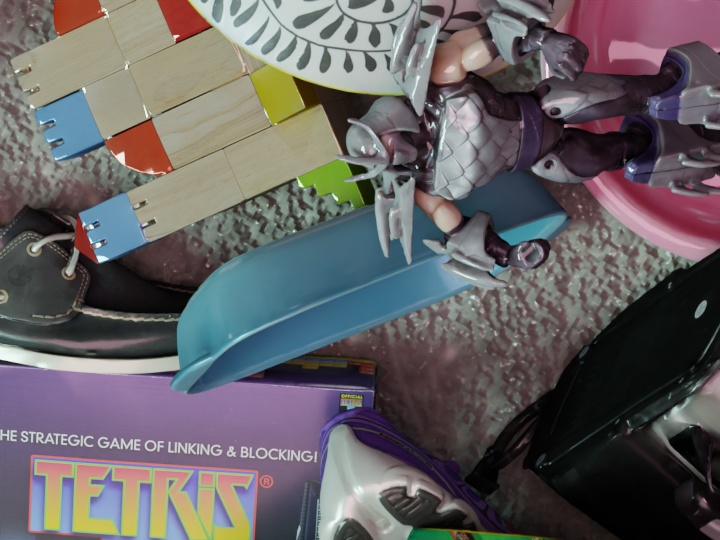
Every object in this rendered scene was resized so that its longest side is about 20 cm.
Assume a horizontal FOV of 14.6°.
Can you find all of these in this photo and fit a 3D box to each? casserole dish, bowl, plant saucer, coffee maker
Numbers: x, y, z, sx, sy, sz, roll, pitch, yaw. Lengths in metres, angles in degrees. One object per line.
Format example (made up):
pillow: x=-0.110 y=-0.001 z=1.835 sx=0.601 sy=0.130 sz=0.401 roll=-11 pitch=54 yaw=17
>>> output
casserole dish: x=0.000 y=0.000 z=1.253 sx=0.200 sy=0.121 sz=0.039 roll=-20 pitch=80 yaw=-22
bowl: x=0.012 y=-0.182 z=1.182 sx=0.201 sy=0.094 sz=0.201 roll=4 pitch=65 yaw=-8
plant saucer: x=0.181 y=-0.102 z=1.272 sx=0.200 sy=0.051 sz=0.201 roll=1 pitch=103 yaw=3
coffee maker: x=0.189 y=0.102 z=1.283 sx=0.200 sy=0.192 sz=0.135 roll=40 pitch=68 yaw=-12

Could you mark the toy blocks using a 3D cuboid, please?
toy blocks: x=-0.091 y=-0.096 z=1.268 sx=0.137 sy=0.100 sz=0.200 roll=-23 pitch=91 yaw=16

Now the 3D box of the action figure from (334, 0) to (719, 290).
action figure: x=0.080 y=-0.059 z=1.175 sx=0.200 sy=0.069 sz=0.130 roll=-7 pitch=132 yaw=-24

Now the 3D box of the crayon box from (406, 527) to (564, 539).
crayon box: x=0.120 y=0.173 z=1.205 sx=0.200 sy=0.119 sz=0.058 roll=27 pitch=74 yaw=-26

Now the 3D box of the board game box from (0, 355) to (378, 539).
board game box: x=-0.095 y=0.120 z=1.332 sx=0.200 sy=0.057 sz=0.165 roll=3 pitch=105 yaw=1

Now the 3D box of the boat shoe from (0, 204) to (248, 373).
boat shoe: x=-0.148 y=0.006 z=1.298 sx=0.200 sy=0.072 sz=0.068 roll=9 pitch=107 yaw=2

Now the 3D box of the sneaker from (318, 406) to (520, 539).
sneaker: x=0.049 y=0.128 z=1.293 sx=0.081 sy=0.083 sz=0.200 roll=-30 pitch=128 yaw=13
